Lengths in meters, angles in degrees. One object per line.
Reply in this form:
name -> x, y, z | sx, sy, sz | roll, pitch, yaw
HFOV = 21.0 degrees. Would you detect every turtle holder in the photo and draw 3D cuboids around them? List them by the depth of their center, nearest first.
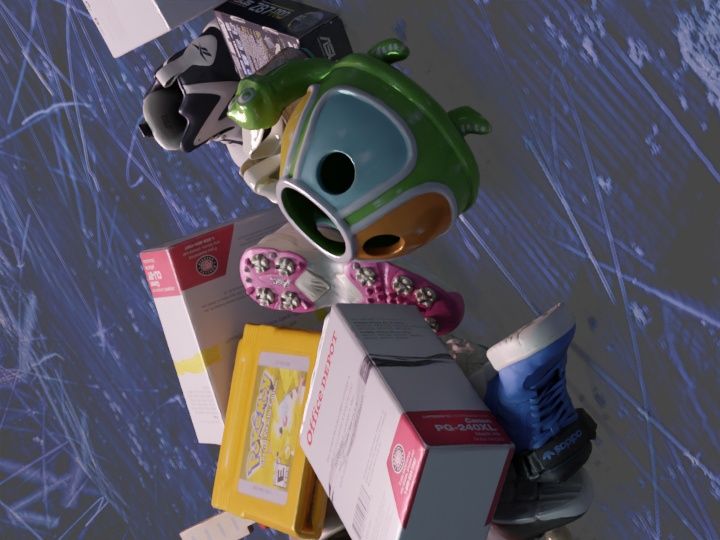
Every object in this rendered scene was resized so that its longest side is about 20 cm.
turtle holder -> -0.004, -0.091, 1.438 | 0.186, 0.132, 0.141 | 49, 159, -6

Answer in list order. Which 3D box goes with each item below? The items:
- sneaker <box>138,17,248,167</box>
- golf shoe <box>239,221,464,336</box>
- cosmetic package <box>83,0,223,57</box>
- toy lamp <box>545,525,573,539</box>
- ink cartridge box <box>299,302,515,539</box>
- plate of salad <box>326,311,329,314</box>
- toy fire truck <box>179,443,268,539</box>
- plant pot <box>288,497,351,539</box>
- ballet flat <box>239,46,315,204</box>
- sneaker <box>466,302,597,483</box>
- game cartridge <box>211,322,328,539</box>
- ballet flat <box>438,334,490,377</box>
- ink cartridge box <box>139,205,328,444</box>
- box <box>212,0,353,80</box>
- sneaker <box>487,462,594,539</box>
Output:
sneaker -> -0.144, -0.140, 1.766 | 0.080, 0.129, 0.200 | 52, 161, 21
golf shoe -> 0.000, 0.000, 1.659 | 0.198, 0.092, 0.076 | 15, 124, 14
cosmetic package -> -0.170, -0.251, 1.710 | 0.072, 0.101, 0.200 | 61, 162, -9
toy lamp -> 0.166, 0.220, 1.637 | 0.201, 0.058, 0.058 | 61, 161, -1
ink cartridge box -> 0.032, 0.138, 1.550 | 0.200, 0.083, 0.146 | -124, 40, -50
plate of salad -> -0.044, 0.100, 2.005 | 0.200, 0.048, 0.201 | 50, 159, 27
toy fire truck -> -0.120, 0.213, 2.133 | 0.177, 0.199, 0.129 | 54, 160, 13
plant pot -> 0.009, 0.160, 1.784 | 0.200, 0.198, 0.175 | 104, 148, -65
ballet flat -> -0.067, -0.101, 1.580 | 0.068, 0.067, 0.201 | 43, 154, 29
sneaker -> 0.143, 0.100, 1.476 | 0.112, 0.076, 0.200 | 57, 161, 9
game cartridge -> -0.075, 0.139, 1.743 | 0.200, 0.032, 0.178 | 2, 82, 62
ballet flat -> 0.068, 0.091, 1.673 | 0.200, 0.071, 0.072 | 28, 145, 57
ink cartridge box -> -0.111, 0.054, 1.891 | 0.083, 0.144, 0.202 | -7, 101, 61
box -> -0.041, -0.131, 1.642 | 0.161, 0.049, 0.201 | 30, 146, 58
sneaker -> 0.120, 0.205, 1.600 | 0.199, 0.077, 0.082 | -16, 125, 41
